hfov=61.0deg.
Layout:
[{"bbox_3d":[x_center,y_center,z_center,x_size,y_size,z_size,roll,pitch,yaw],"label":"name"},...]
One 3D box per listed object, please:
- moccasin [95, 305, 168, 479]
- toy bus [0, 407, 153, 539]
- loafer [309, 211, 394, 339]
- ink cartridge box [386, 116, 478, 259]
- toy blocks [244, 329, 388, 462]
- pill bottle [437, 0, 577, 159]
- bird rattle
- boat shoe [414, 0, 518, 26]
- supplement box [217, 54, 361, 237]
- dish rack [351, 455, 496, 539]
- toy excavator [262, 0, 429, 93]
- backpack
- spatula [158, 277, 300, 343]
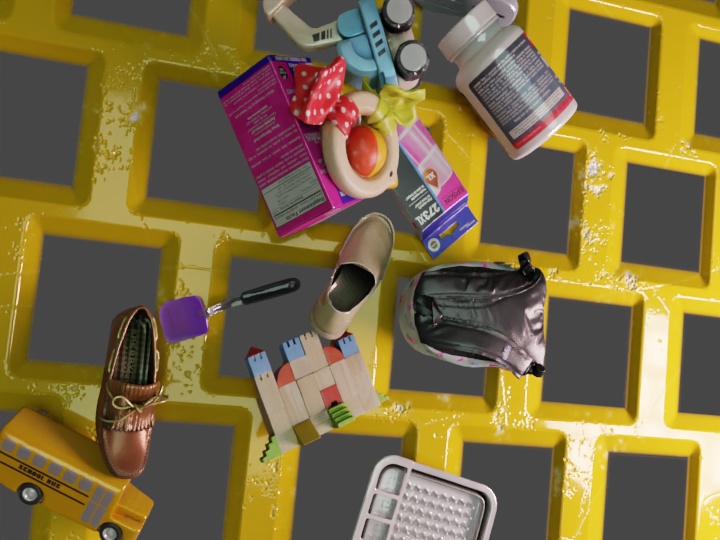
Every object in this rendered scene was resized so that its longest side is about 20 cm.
[{"bbox_3d":[-0.279,0.147,0.754,0.072,0.077,0.208,15,67,-31],"label":"moccasin"},{"bbox_3d":[-0.348,0.255,0.753,0.197,0.065,0.080,31,102,-9],"label":"toy bus"},{"bbox_3d":[0.000,0.000,0.830,0.074,0.068,0.204,31,63,-10],"label":"loafer"},{"bbox_3d":[0.089,-0.128,0.892,0.094,0.037,0.202,-36,97,-11],"label":"ink cartridge box"},{"bbox_3d":[-0.068,0.147,0.822,0.195,0.100,0.140,-20,83,-23],"label":"toy blocks"},{"bbox_3d":[0.206,-0.275,0.879,0.119,0.119,0.201,-42,97,-11],"label":"pill bottle"},{"bbox_3d":[0.001,-0.175,0.761,0.198,0.110,0.169,-16,102,-54],"label":"bird rattle"},{"bbox_3d":[0.143,-0.422,0.907,0.194,0.072,0.064,17,59,-14],"label":"boat shoe"},{"bbox_3d":[-0.087,-0.163,0.802,0.101,0.101,0.205,-21,94,31],"label":"supplement box"},{"bbox_3d":[0.084,0.364,0.864,0.195,0.043,0.177,20,83,-11],"label":"dish rack"},{"bbox_3d":[-0.021,-0.321,0.852,0.194,0.100,0.200,-18,90,-4],"label":"toy excavator"},{"bbox_3d":[0.151,0.065,0.850,0.193,0.127,0.173,5,75,-11],"label":"backpack"},{"bbox_3d":[-0.175,0.044,0.831,0.195,0.020,0.058,-18,104,-15],"label":"spatula"}]
